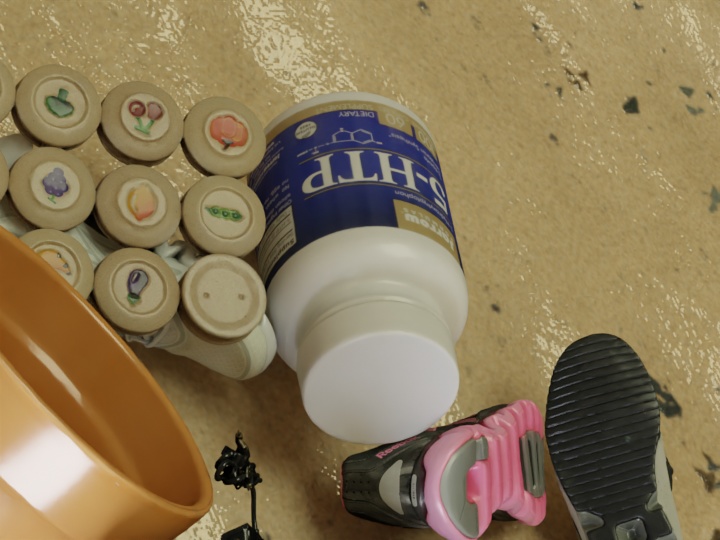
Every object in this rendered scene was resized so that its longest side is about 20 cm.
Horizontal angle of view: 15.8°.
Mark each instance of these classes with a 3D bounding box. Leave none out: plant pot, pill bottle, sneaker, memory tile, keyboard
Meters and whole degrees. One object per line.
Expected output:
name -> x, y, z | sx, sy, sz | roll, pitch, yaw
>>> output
plant pot -> -0.188, 0.087, 1.262 | 0.200, 0.140, 0.200 | 46, 9, -9
pill bottle -> 0.000, 0.000, 1.516 | 0.120, 0.120, 0.200 | 24, 34, -28
sneaker -> 0.161, 0.141, 1.619 | 0.089, 0.074, 0.200 | 56, 23, -79
sneaker -> 0.050, 0.120, 1.538 | 0.200, 0.095, 0.079 | 3, 82, -67
memory tile -> -0.146, -0.041, 1.428 | 0.200, 0.017, 0.154 | 10, 66, -20
keyboard -> -0.058, 0.153, 1.342 | 0.021, 0.200, 0.127 | -5, 79, 0
sneaker -> -0.141, 0.010, 1.456 | 0.200, 0.075, 0.081 | 33, 51, -8
